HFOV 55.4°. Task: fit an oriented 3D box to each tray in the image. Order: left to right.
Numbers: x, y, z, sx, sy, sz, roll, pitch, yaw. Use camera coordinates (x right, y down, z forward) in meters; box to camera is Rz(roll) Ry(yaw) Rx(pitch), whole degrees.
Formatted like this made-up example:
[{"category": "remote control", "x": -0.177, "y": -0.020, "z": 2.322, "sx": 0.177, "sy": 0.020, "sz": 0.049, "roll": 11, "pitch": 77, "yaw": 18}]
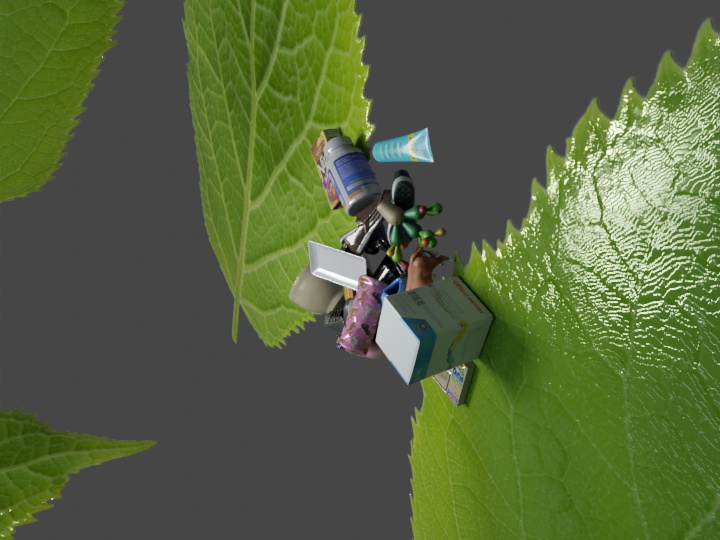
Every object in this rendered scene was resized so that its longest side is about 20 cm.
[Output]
[{"category": "tray", "x": -0.056, "y": -0.014, "z": 1.823, "sx": 0.199, "sy": 0.022, "sz": 0.108, "roll": 19, "pitch": 127, "yaw": 34}]

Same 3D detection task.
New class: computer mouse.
[{"category": "computer mouse", "x": 0.047, "y": 0.007, "z": 1.780, "sx": 0.141, "sy": 0.046, "sz": 0.200, "roll": 54, "pitch": 147, "yaw": 14}]

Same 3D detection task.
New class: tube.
[{"category": "tube", "x": 0.105, "y": -0.289, "z": 1.627, "sx": 0.200, "sy": 0.050, "sz": 0.078, "roll": 6, "pitch": 115, "yaw": 56}]

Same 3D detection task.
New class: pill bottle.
[{"category": "pill bottle", "x": -0.024, "y": -0.253, "z": 1.811, "sx": 0.201, "sy": 0.112, "sz": 0.112, "roll": 66, "pitch": 151, "yaw": 20}]

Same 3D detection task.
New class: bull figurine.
[{"category": "bull figurine", "x": 0.148, "y": 0.039, "z": 1.605, "sx": 0.065, "sy": 0.121, "sz": 0.201, "roll": 49, "pitch": 142, "yaw": 43}]

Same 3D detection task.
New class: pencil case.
[{"category": "pencil case", "x": 0.006, "y": 0.112, "z": 1.716, "sx": 0.083, "sy": 0.086, "sz": 0.201, "roll": 148, "pitch": 143, "yaw": -79}]

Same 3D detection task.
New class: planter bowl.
[{"category": "planter bowl", "x": -0.097, "y": 0.050, "z": 2.037, "sx": 0.135, "sy": 0.200, "sz": 0.200, "roll": 37, "pitch": 142, "yaw": 11}]

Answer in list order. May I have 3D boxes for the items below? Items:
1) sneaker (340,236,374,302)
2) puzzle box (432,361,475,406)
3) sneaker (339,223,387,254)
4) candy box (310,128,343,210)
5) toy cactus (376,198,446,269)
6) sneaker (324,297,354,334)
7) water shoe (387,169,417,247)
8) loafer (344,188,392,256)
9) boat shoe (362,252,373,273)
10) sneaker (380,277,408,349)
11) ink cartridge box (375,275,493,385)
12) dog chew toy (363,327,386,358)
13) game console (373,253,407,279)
[{"category": "sneaker", "x": 0.000, "y": 0.000, "z": 1.866, "sx": 0.090, "sy": 0.070, "sz": 0.201, "roll": 5, "pitch": 118, "yaw": 16}, {"category": "puzzle box", "x": 0.202, "y": 0.221, "z": 1.692, "sx": 0.200, "sy": 0.025, "sz": 0.133, "roll": 49, "pitch": 143, "yaw": 42}, {"category": "sneaker", "x": 0.008, "y": -0.076, "z": 1.879, "sx": 0.200, "sy": 0.076, "sz": 0.088, "roll": -28, "pitch": 83, "yaw": 62}, {"category": "candy box", "x": -0.073, "y": -0.288, "z": 1.953, "sx": 0.117, "sy": 0.056, "sz": 0.201, "roll": -41, "pitch": 65, "yaw": 61}, {"category": "toy cactus", "x": 0.105, "y": -0.099, "z": 1.612, "sx": 0.165, "sy": 0.102, "sz": 0.200, "roll": 39, "pitch": 139, "yaw": 2}, {"category": "sneaker", "x": -0.054, "y": 0.130, "z": 1.906, "sx": 0.106, "sy": 0.075, "sz": 0.200, "roll": 19, "pitch": 150, "yaw": 14}, {"category": "water shoe", "x": 0.105, "y": -0.151, "z": 1.682, "sx": 0.079, "sy": 0.071, "sz": 0.201, "roll": -90, "pitch": 4, "yaw": -52}, {"category": "loafer", "x": 0.019, "y": -0.129, "z": 1.751, "sx": 0.071, "sy": 0.073, "sz": 0.200, "roll": 33, "pitch": 109, "yaw": 3}, {"category": "boat shoe", "x": -0.005, "y": 0.040, "z": 1.956, "sx": 0.072, "sy": 0.068, "sz": 0.201, "roll": 19, "pitch": 119, "yaw": 59}, {"category": "sneaker", "x": 0.076, "y": 0.101, "z": 1.691, "sx": 0.076, "sy": 0.105, "sz": 0.201, "roll": 31, "pitch": 96, "yaw": 53}, {"category": "ink cartridge box", "x": 0.163, "y": 0.130, "z": 1.533, "sx": 0.147, "sy": 0.199, "sz": 0.146, "roll": 52, "pitch": 146, "yaw": 38}, {"category": "dog chew toy", "x": 0.032, "y": 0.179, "z": 1.844, "sx": 0.200, "sy": 0.124, "sz": 0.125, "roll": 120, "pitch": 133, "yaw": -76}, {"category": "game console", "x": 0.099, "y": 0.061, "z": 1.817, "sx": 0.201, "sy": 0.031, "sz": 0.177, "roll": 64, "pitch": 148, "yaw": 22}]
